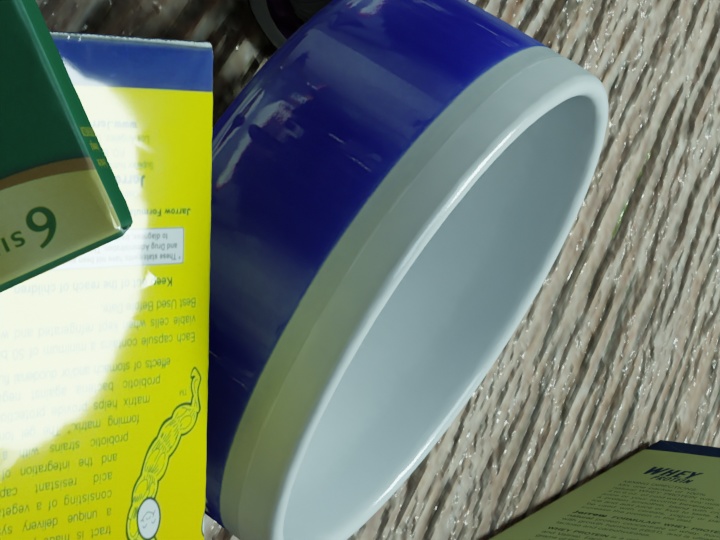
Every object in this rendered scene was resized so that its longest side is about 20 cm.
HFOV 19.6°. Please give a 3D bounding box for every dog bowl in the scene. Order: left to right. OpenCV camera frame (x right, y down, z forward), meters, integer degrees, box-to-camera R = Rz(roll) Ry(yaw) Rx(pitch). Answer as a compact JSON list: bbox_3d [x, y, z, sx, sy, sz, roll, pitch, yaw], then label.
[{"bbox_3d":[0.000,0.000,0.728,0.200,0.079,0.200,-51,164,-21],"label":"dog bowl"}]

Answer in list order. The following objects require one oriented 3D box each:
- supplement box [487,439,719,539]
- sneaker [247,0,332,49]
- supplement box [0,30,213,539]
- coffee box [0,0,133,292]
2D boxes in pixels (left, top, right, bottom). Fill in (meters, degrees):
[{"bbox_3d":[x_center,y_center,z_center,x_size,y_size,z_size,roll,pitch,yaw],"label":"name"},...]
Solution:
[{"bbox_3d":[0.182,0.179,0.970,0.199,0.199,0.135,-20,110,-53],"label":"supplement box"},{"bbox_3d":[-0.023,-0.152,0.752,0.200,0.087,0.075,49,56,-45],"label":"sneaker"},{"bbox_3d":[-0.118,0.030,0.621,0.109,0.108,0.201,-4,97,-53],"label":"supplement box"},{"bbox_3d":[-0.150,-0.075,0.515,0.044,0.122,0.201,-151,-142,-85],"label":"coffee box"}]
